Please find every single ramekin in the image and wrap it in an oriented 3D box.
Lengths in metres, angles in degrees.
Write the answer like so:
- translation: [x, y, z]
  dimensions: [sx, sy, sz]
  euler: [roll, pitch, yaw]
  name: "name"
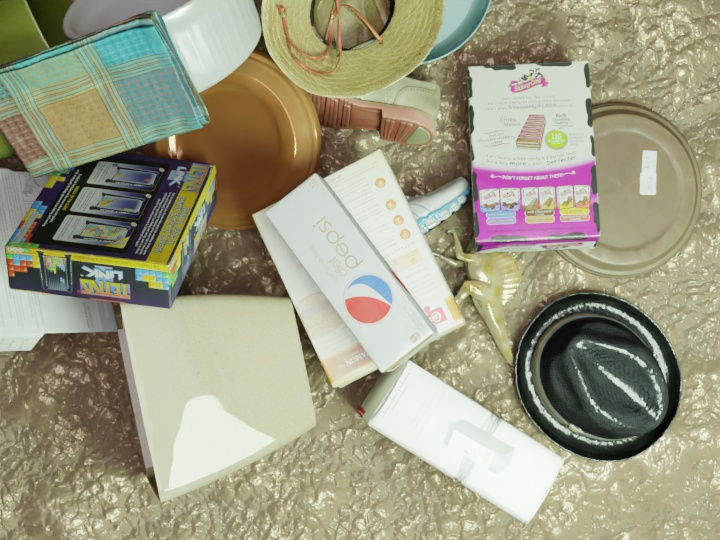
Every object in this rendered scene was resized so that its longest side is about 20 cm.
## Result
- translation: [-0.201, -0.257, 1.375]
  dimensions: [0.199, 0.201, 0.098]
  euler: [-28, 124, -4]
  name: "ramekin"

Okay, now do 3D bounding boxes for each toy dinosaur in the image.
- translation: [0.132, 0.022, 1.465]
  dimensions: [0.100, 0.058, 0.202]
  euler: [-9, 90, -5]
  name: "toy dinosaur"

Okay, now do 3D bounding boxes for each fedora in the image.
- translation: [0.273, 0.119, 1.452]
  dimensions: [0.199, 0.092, 0.203]
  euler: [0, 89, -8]
  name: "fedora"

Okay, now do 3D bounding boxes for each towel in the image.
- translation: [-0.264, -0.168, 1.299]
  dimensions: [0.198, 0.147, 0.022]
  euler: [-17, 47, 7]
  name: "towel"

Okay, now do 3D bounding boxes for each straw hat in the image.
- translation: [-0.009, -0.279, 1.417]
  dimensions: [0.199, 0.085, 0.203]
  euler: [0, 92, 2]
  name: "straw hat"

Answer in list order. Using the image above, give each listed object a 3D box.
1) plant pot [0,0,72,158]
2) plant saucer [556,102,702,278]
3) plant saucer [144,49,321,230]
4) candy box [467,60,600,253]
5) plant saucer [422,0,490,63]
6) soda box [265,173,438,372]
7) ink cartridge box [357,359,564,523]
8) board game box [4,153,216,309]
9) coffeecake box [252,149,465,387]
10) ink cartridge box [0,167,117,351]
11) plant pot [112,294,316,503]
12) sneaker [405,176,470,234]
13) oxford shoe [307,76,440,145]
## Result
- translation: [-0.386, -0.192, 1.381]
  dimensions: [0.199, 0.187, 0.188]
  euler: [-29, 92, 8]
  name: "plant pot"
- translation: [0.294, -0.092, 1.493]
  dimensions: [0.198, 0.029, 0.202]
  euler: [0, 89, -4]
  name: "plant saucer"
- translation: [-0.142, -0.140, 1.426]
  dimensions: [0.198, 0.037, 0.202]
  euler: [2, 104, 8]
  name: "plant saucer"
- translation: [0.188, -0.124, 1.442]
  dimensions: [0.135, 0.061, 0.202]
  euler: [-2, 78, 3]
  name: "candy box"
- translation: [0.050, -0.330, 1.477]
  dimensions: [0.198, 0.027, 0.202]
  euler: [0, 89, -5]
  name: "plant saucer"
- translation: [-0.008, 0.003, 1.316]
  dimensions: [0.068, 0.064, 0.201]
  euler: [-37, 83, 5]
  name: "soda box"
- translation: [0.105, 0.179, 1.418]
  dimensions: [0.199, 0.146, 0.085]
  euler: [34, 87, -4]
  name: "ink cartridge box"
- translation: [-0.247, -0.047, 1.338]
  dimensions: [0.164, 0.201, 0.057]
  euler: [8, 125, 5]
  name: "board game box"
- translation: [0.000, 0.000, 1.384]
  dimensions: [0.153, 0.073, 0.201]
  euler: [-26, 83, 5]
  name: "coffeecake box"
- translation: [-0.361, -0.014, 1.384]
  dimensions: [0.173, 0.044, 0.201]
  euler: [1, 62, -38]
  name: "ink cartridge box"
- translation: [-0.153, 0.115, 1.384]
  dimensions: [0.176, 0.200, 0.202]
  euler: [-11, 90, -13]
  name: "plant pot"
- translation: [0.027, -0.061, 1.453]
  dimensions: [0.199, 0.075, 0.087]
  euler: [-31, 86, -4]
  name: "sneaker"
- translation: [-0.007, -0.200, 1.461]
  dimensions: [0.198, 0.071, 0.074]
  euler: [18, 67, -4]
  name: "oxford shoe"
